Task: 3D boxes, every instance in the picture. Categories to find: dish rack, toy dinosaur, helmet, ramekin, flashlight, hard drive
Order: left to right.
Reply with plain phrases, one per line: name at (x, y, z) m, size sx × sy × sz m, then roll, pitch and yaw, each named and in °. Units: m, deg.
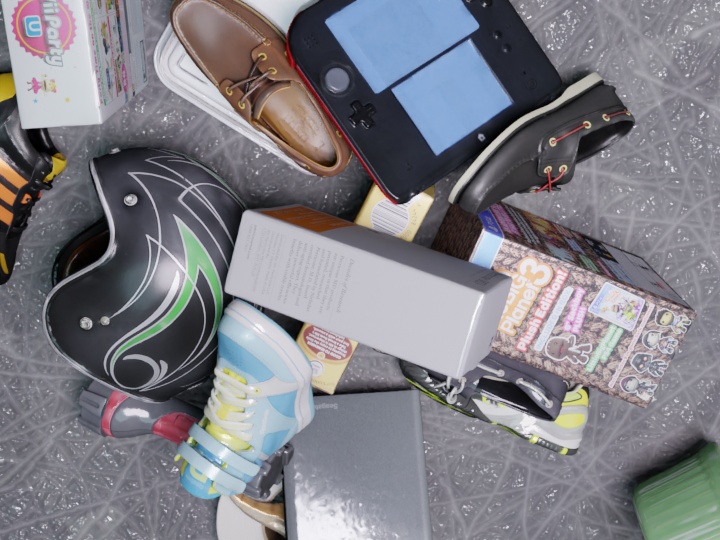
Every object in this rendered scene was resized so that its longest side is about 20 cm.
helmet at (-0.174, -0.004, 0.881) m, size 0.200 × 0.200 × 0.191 m, roll 36°, pitch 94°, yaw -12°
flashlight at (-0.168, 0.155, 0.953) m, size 0.200 × 0.068 × 0.068 m, roll 23°, pitch 90°, yaw 19°
dish rack at (-0.069, -0.192, 0.898) m, size 0.200 × 0.044 × 0.172 m, roll 31°, pitch 105°, yaw -10°
toy dinosaur at (-0.063, 0.251, 1.004) m, size 0.200 × 0.060 × 0.106 m, roll 10°, pitch 78°, yaw -9°
hard drive at (-0.004, 0.218, 0.974) m, size 0.139 × 0.033 × 0.200 m, roll -2°, pitch 78°, yaw -11°
ramekin at (0.346, 0.278, 0.987) m, size 0.098 × 0.200 × 0.200 m, roll -26°, pitch 107°, yaw 14°

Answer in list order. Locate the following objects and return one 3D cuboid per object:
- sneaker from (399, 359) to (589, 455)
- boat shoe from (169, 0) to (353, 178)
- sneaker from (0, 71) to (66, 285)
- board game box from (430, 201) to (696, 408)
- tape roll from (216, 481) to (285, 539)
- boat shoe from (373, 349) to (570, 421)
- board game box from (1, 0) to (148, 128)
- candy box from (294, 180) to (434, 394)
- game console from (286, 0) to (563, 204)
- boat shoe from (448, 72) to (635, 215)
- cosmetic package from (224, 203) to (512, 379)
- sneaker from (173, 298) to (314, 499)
sneaker at (0.132, 0.113, 0.997) m, size 0.200 × 0.075 × 0.077 m, roll 24°, pitch 85°, yaw -12°
boat shoe at (-0.079, -0.157, 0.850) m, size 0.072 × 0.068 × 0.200 m, roll -43°, pitch 103°, yaw 11°
sneaker at (-0.309, -0.078, 0.910) m, size 0.090 × 0.070 × 0.200 m, roll 4°, pitch 106°, yaw 0°
board game box at (0.169, 0.019, 0.913) m, size 0.200 × 0.159 × 0.097 m, roll 21°, pitch 106°, yaw -8°
tape roll at (-0.048, 0.252, 1.044) m, size 0.202 × 0.037 × 0.203 m, roll -1°, pitch 107°, yaw -2°
boat shoe at (0.099, 0.091, 0.922) m, size 0.200 × 0.073 × 0.063 m, roll 14°, pitch 72°, yaw -14°
board game box at (-0.221, -0.203, 0.806) m, size 0.064 × 0.200 × 0.148 m, roll -3°, pitch 108°, yaw -1°
candy box at (0.000, 0.000, 0.920) m, size 0.056 × 0.117 × 0.200 m, roll 25°, pitch 105°, yaw -2°
game console at (0.054, -0.175, 0.853) m, size 0.200 × 0.031 × 0.177 m, roll -35°, pitch 87°, yaw -19°
boat shoe at (0.159, -0.102, 0.873) m, size 0.201 × 0.074 × 0.063 m, roll -34°, pitch 76°, yaw -28°
cosmetic package at (0.007, 0.011, 0.798) m, size 0.200 × 0.101 × 0.071 m, roll 20°, pitch 103°, yaw 17°
sneaker at (-0.103, 0.118, 0.830) m, size 0.079 × 0.200 × 0.131 m, roll 31°, pitch 65°, yaw 25°
